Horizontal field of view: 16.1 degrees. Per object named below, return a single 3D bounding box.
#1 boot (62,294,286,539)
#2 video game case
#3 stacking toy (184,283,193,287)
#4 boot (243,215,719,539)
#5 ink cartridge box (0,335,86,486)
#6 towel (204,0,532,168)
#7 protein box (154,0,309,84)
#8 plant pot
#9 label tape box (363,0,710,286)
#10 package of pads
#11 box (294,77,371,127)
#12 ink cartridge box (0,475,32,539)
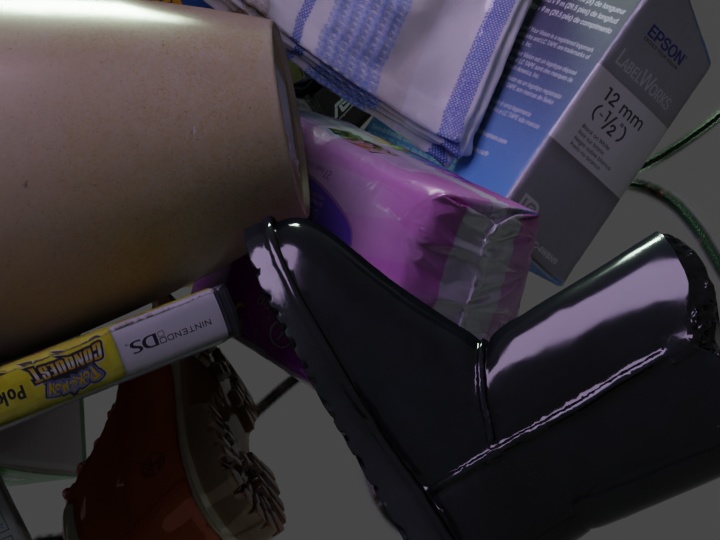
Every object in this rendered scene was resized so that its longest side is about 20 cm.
[{"bbox_3d":[-0.105,0.085,1.244,0.107,0.075,0.200,-34,28,11],"label":"boot"},{"bbox_3d":[-0.166,0.059,1.137,0.180,0.026,0.200,-21,1,-23],"label":"video game case"},{"bbox_3d":[-0.115,-0.018,1.398,0.199,0.086,0.086,-17,33,12],"label":"stacking toy"},{"bbox_3d":[0.065,0.028,1.090,0.168,0.201,0.076,-32,-12,1],"label":"boot"},{"bbox_3d":[-0.248,0.047,1.344,0.199,0.083,0.147,-11,77,31],"label":"ink cartridge box"},{"bbox_3d":[-0.003,-0.160,1.235,0.024,0.200,0.147,-20,41,61],"label":"towel"},{"bbox_3d":[-0.094,-0.154,1.357,0.198,0.135,0.200,-20,9,29],"label":"protein box"},{"bbox_3d":[-0.129,-0.054,1.177,0.199,0.188,0.188,-11,33,4],"label":"plant pot"},{"bbox_3d":[0.101,-0.105,1.290,0.200,0.066,0.143,-54,34,-6],"label":"label tape box"},{"bbox_3d":[0.000,0.000,1.224,0.200,0.075,0.121,29,104,56],"label":"package of pads"},{"bbox_3d":[-0.021,-0.161,1.542,0.200,0.048,0.193,14,57,50],"label":"box"},{"bbox_3d":[-0.246,0.176,1.146,0.199,0.084,0.176,-24,-15,-18],"label":"ink cartridge box"}]
